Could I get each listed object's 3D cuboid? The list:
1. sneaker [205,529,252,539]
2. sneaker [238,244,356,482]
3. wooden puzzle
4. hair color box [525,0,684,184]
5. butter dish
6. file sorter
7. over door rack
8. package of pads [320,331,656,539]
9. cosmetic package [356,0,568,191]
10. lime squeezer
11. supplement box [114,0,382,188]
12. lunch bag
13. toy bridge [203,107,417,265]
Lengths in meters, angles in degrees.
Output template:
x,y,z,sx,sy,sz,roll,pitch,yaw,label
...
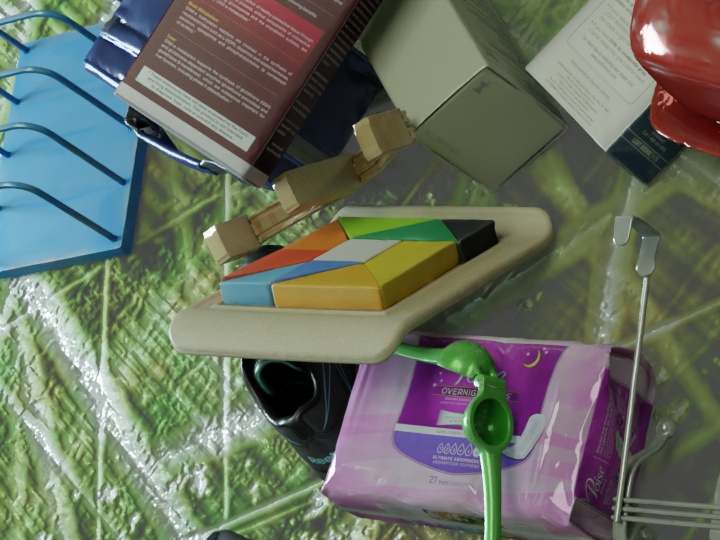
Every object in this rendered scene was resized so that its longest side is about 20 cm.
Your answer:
x,y,z,sx,sy,sz,roll,pitch,yaw,label
-0.009,0.204,1.689,0.200,0.074,0.088,32,75,34,sneaker
-0.044,0.049,1.779,0.075,0.079,0.200,-40,47,16,sneaker
0.000,0.000,1.723,0.185,0.037,0.200,2,25,37,wooden puzzle
0.211,-0.163,1.704,0.200,0.061,0.100,-46,50,9,hair color box
0.233,-0.167,1.550,0.199,0.148,0.200,21,91,48,butter dish
-0.246,-0.116,1.990,0.139,0.123,0.200,-10,61,33,file sorter
0.223,0.069,1.560,0.148,0.067,0.200,0,89,38,over door rack
0.079,0.101,1.659,0.200,0.076,0.121,3,70,38,package of pads
0.049,-0.158,1.799,0.073,0.104,0.200,-40,48,16,cosmetic package
0.059,0.087,1.605,0.071,0.038,0.200,-39,49,14,lime squeezer
-0.060,-0.167,1.750,0.109,0.061,0.200,34,91,11,supplement box
-0.099,-0.135,1.877,0.200,0.136,0.132,32,88,42,lunch bag
-0.027,-0.057,1.770,0.200,0.067,0.027,-33,81,47,toy bridge
